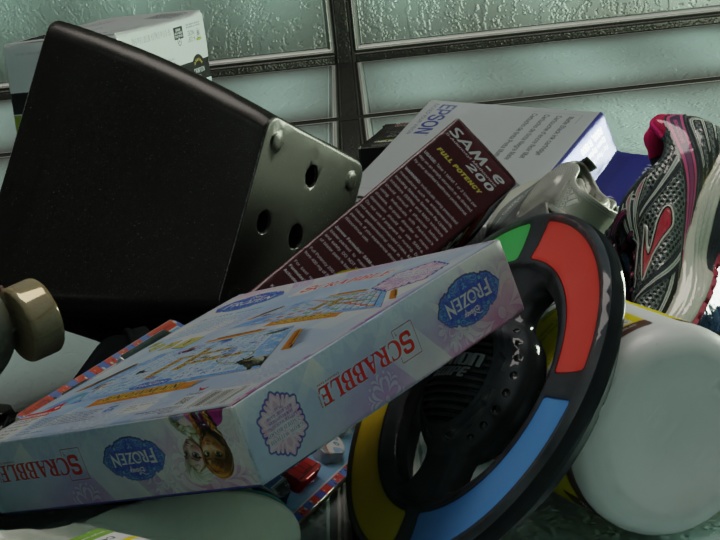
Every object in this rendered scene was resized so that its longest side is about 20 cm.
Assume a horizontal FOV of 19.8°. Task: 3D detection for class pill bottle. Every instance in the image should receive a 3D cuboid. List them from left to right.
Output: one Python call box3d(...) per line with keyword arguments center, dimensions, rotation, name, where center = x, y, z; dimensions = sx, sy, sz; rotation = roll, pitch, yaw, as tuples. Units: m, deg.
box3d(center=(0.118, 0.065, 1.101), dimensions=(0.109, 0.110, 0.200), rotation=(-11, 13, -20), name="pill bottle")

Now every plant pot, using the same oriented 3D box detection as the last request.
box3d(center=(-0.117, -0.038, 1.418), dimensions=(0.177, 0.201, 0.199), rotation=(13, -6, 31), name="plant pot")

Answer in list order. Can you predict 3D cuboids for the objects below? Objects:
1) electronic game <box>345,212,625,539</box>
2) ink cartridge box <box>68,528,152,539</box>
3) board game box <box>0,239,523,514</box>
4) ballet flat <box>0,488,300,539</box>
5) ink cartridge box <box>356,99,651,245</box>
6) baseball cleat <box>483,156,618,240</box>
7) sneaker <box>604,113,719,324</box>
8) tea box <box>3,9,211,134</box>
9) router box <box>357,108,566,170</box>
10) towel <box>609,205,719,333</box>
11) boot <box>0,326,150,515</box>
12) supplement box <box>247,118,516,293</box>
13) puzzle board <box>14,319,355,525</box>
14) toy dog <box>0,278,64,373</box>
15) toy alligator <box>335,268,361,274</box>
box3d(center=(0.060, 0.060, 1.034), dimensions=(0.042, 0.201, 0.200), rotation=(32, -4, -24), name="electronic game")
box3d(center=(-0.087, 0.170, 0.796), dimensions=(0.199, 0.076, 0.147), rotation=(4, 15, 44), name="ink cartridge box")
box3d(center=(-0.054, 0.053, 1.005), dimensions=(0.199, 0.041, 0.199), rotation=(-11, 14, 46), name="board game box")
box3d(center=(-0.126, 0.150, 0.969), dimensions=(0.199, 0.070, 0.069), rotation=(-8, 11, 13), name="ballet flat")
box3d(center=(0.103, -0.063, 1.495), dimensions=(0.199, 0.041, 0.200), rotation=(7, 32, 25), name="ink cartridge box")
box3d(center=(0.107, -0.002, 1.306), dimensions=(0.106, 0.070, 0.201), rotation=(-40, 23, 42), name="baseball cleat")
box3d(center=(0.181, -0.004, 1.267), dimensions=(0.074, 0.201, 0.081), rotation=(24, -24, 3), name="sneaker")
box3d(center=(-0.245, -0.151, 2.089), dimensions=(0.133, 0.198, 0.200), rotation=(-2, 13, 22), name="tea box")
box3d(center=(0.107, -0.113, 2.058), dimensions=(0.199, 0.062, 0.150), rotation=(-3, 13, 13), name="router box")
box3d(center=(0.227, -0.009, 1.433), dimensions=(0.049, 0.112, 0.200), rotation=(-42, -10, 32), name="towel")
box3d(center=(-0.199, 0.091, 1.216), dimensions=(0.167, 0.077, 0.200), rotation=(-4, 18, -9), name="boot")
box3d(center=(0.000, 0.000, 1.306), dimensions=(0.200, 0.061, 0.109), rotation=(-41, -6, -24), name="supplement box")
box3d(center=(-0.083, 0.087, 1.144), dimensions=(0.150, 0.017, 0.200), rotation=(30, 21, 10), name="puzzle board")
box3d(center=(-0.268, 0.039, 1.299), dimensions=(0.200, 0.097, 0.132), rotation=(-29, -8, 41), name="toy dog")
box3d(center=(0.050, 0.029, 1.203), dimensions=(0.199, 0.060, 0.054), rotation=(-3, 11, -7), name="toy alligator")
